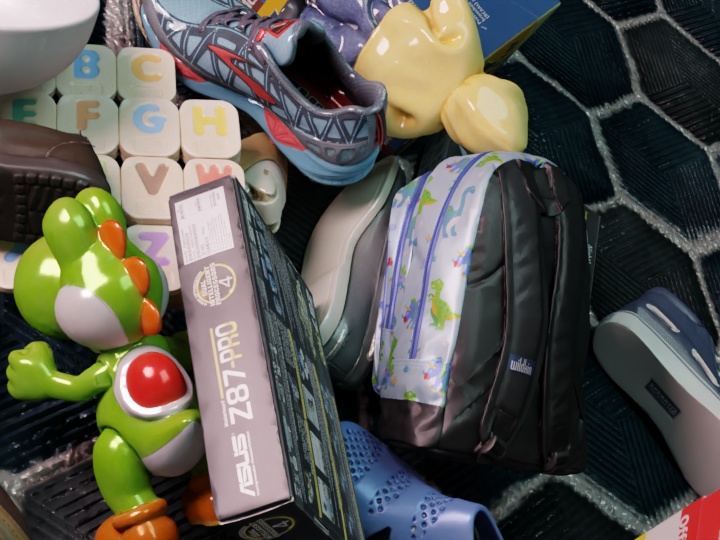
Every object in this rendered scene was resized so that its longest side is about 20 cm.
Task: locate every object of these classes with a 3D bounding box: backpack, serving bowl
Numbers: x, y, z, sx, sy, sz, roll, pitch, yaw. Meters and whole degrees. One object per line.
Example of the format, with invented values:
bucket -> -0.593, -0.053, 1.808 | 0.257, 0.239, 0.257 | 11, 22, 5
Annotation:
backpack -> 0.084, 0.020, 0.952 | 0.162, 0.153, 0.203 | 10, 94, -37
serving bowl -> -0.261, -0.153, 0.866 | 0.197, 0.067, 0.201 | 13, 24, -6

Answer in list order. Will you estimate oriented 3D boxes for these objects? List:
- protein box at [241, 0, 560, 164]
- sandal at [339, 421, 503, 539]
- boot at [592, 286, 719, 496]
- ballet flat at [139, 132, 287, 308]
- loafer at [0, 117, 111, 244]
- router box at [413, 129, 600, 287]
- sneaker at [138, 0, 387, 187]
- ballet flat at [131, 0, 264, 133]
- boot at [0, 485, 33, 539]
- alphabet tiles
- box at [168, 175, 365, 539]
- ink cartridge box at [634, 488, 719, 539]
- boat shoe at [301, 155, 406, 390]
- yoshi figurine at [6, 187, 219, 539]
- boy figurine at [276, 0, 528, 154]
protein box -> 0.020, -0.217, 1.144 | 0.199, 0.135, 0.200 | 48, 40, 1
sandal -> 0.052, 0.167, 0.901 | 0.200, 0.087, 0.080 | 43, 42, -1
boot -> 0.281, 0.103, 1.163 | 0.090, 0.073, 0.201 | -28, 78, -43
ballet flat -> -0.088, -0.030, 0.950 | 0.200, 0.062, 0.069 | -47, 137, -45
loafer -> -0.243, -0.063, 0.829 | 0.197, 0.074, 0.072 | 13, 36, -15
router box -> 0.107, -0.008, 1.115 | 0.156, 0.052, 0.201 | 34, 42, -16
sneaker -> -0.059, -0.150, 0.960 | 0.199, 0.096, 0.080 | 36, 57, 1
ballet flat -> -0.088, -0.138, 1.043 | 0.199, 0.065, 0.071 | 39, 70, -9
boot -> -0.225, 0.054, 0.755 | 0.200, 0.072, 0.167 | 48, 29, -22
alphabet tiles -> -0.171, -0.070, 0.894 | 0.197, 0.015, 0.198 | 2, 55, -13
box -> -0.050, 0.070, 0.823 | 0.161, 0.048, 0.202 | 56, 18, -60
ink cartridge box -> 0.193, 0.225, 0.889 | 0.067, 0.200, 0.117 | 35, 41, -12
boat shoe -> 0.000, 0.000, 1.011 | 0.062, 0.072, 0.201 | 43, 42, -22
yoshi figurine -> -0.138, 0.056, 0.803 | 0.112, 0.110, 0.203 | -42, 116, -76
boy figurine -> 0.039, -0.150, 0.997 | 0.199, 0.125, 0.064 | 33, 18, 10
